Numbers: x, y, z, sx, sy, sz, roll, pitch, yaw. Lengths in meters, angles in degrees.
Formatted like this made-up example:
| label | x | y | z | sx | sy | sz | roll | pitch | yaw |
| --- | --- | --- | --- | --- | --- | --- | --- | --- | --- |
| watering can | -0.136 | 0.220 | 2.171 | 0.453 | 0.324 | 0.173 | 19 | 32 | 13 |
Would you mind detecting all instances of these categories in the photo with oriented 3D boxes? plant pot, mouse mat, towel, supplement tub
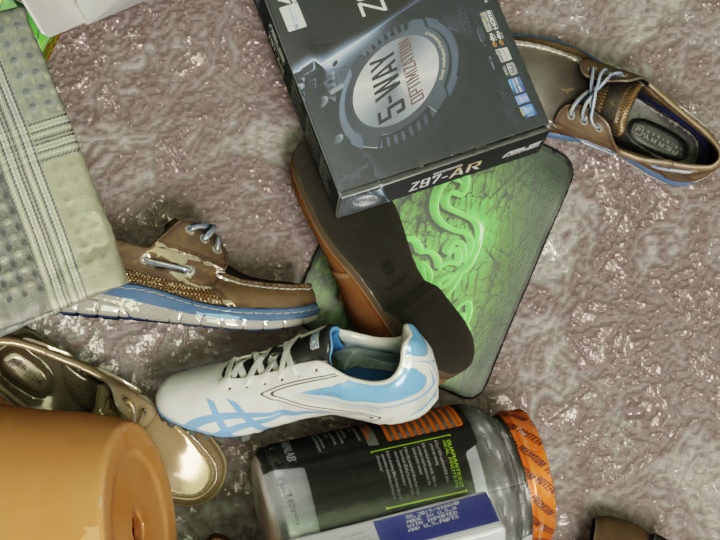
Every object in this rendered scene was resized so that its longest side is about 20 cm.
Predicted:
| label | x | y | z | sx | sy | sz | roll | pitch | yaw |
| --- | --- | --- | --- | --- | --- | --- | --- | --- | --- |
| plant pot | -0.203 | 0.172 | 1.011 | 0.139 | 0.200 | 0.202 | -8 | 92 | 11 |
| mouse mat | 0.056 | -0.024 | 1.175 | 0.160 | 0.008 | 0.201 | 24 | 87 | -10 |
| towel | -0.268 | -0.046 | 1.002 | 0.191 | 0.035 | 0.202 | -21 | 92 | -12 |
| supplement tub | 0.030 | 0.165 | 1.114 | 0.198 | 0.123 | 0.124 | -11 | 93 | -10 |

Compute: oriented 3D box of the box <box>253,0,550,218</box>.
| label | x | y | z | sx | sy | sz | roll | pitch | yaw |
| --- | --- | --- | --- | --- | --- | --- | --- | --- | --- |
| box | 0.024 | -0.156 | 1.118 | 0.159 | 0.044 | 0.201 | -18 | 75 | -10 |

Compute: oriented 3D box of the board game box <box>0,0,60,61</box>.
| label | x | y | z | sx | sy | sz | roll | pitch | yaw |
| --- | --- | --- | --- | --- | --- | --- | --- | --- | --- |
| board game box | -0.259 | -0.105 | 1.066 | 0.047 | 0.102 | 0.201 | 26 | 86 | -10 |

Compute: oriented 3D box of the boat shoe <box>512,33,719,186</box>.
| label | x | y | z | sx | sy | sz | roll | pitch | yaw |
| --- | --- | --- | --- | --- | --- | --- | --- | --- | --- |
| boat shoe | 0.180 | -0.124 | 1.163 | 0.199 | 0.072 | 0.073 | 20 | 88 | -10 |

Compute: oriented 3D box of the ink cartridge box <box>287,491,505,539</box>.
| label | x | y | z | sx | sy | sz | roll | pitch | yaw |
| --- | --- | --- | --- | --- | --- | --- | --- | --- | --- |
| ink cartridge box | 0.000 | 0.248 | 1.061 | 0.198 | 0.041 | 0.201 | -12 | 130 | -11 |

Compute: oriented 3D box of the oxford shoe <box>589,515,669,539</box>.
| label | x | y | z | sx | sy | sz | roll | pitch | yaw |
| --- | --- | --- | --- | --- | --- | --- | --- | --- | --- |
| oxford shoe | 0.155 | 0.275 | 1.174 | 0.084 | 0.073 | 0.201 | 26 | 84 | 7 |

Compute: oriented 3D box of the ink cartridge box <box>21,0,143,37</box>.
| label | x | y | z | sx | sy | sz | roll | pitch | yaw |
| --- | --- | --- | --- | --- | --- | --- | --- | --- | --- |
| ink cartridge box | -0.156 | -0.240 | 1.042 | 0.116 | 0.068 | 0.200 | 59 | 37 | -6 |

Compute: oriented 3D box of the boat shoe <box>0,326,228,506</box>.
| label | x | y | z | sx | sy | sz | roll | pitch | yaw |
| --- | --- | --- | --- | --- | --- | --- | --- | --- | --- |
| boat shoe | -0.182 | 0.107 | 1.102 | 0.199 | 0.065 | 0.072 | 30 | 85 | -10 |

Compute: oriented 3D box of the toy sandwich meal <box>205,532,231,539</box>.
| label | x | y | z | sx | sy | sz | roll | pitch | yaw |
| --- | --- | --- | --- | --- | --- | --- | --- | --- | --- |
| toy sandwich meal | -0.152 | 0.279 | 1.107 | 0.203 | 0.070 | 0.207 | 0 | 91 | -11 |

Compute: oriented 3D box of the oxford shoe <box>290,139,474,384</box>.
| label | x | y | z | sx | sy | sz | roll | pitch | yaw |
| --- | --- | --- | --- | --- | --- | --- | --- | --- | --- |
| oxford shoe | 0.000 | 0.000 | 1.131 | 0.071 | 0.071 | 0.201 | -23 | 80 | -38 |

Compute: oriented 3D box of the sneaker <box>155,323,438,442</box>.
| label | x | y | z | sx | sy | sz | roll | pitch | yaw |
| --- | --- | --- | --- | --- | --- | --- | --- | --- | --- |
| sneaker | -0.046 | 0.070 | 1.078 | 0.198 | 0.072 | 0.073 | -6 | 120 | 10 |

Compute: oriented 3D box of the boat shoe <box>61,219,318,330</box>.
| label | x | y | z | sx | sy | sz | roll | pitch | yaw |
| --- | --- | --- | --- | --- | --- | --- | --- | --- | --- |
| boat shoe | -0.125 | 0.001 | 1.101 | 0.198 | 0.072 | 0.073 | 5 | 88 | -10 |
